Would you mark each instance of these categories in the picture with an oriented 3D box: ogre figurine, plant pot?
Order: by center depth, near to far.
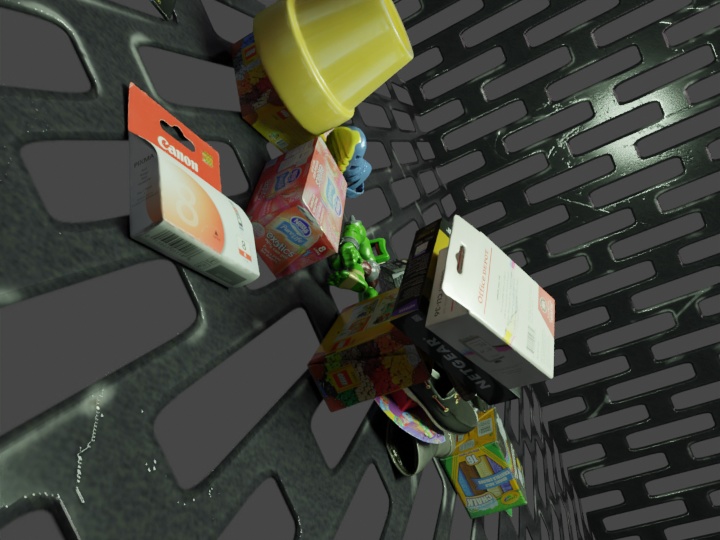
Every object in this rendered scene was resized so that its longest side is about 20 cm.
[{"bbox_3d":[-0.030,-0.337,0.906,0.201,0.188,0.202,53,24,-36],"label":"plant pot"},{"bbox_3d":[0.000,0.000,1.000,0.200,0.097,0.121,47,33,-39],"label":"ogre figurine"}]

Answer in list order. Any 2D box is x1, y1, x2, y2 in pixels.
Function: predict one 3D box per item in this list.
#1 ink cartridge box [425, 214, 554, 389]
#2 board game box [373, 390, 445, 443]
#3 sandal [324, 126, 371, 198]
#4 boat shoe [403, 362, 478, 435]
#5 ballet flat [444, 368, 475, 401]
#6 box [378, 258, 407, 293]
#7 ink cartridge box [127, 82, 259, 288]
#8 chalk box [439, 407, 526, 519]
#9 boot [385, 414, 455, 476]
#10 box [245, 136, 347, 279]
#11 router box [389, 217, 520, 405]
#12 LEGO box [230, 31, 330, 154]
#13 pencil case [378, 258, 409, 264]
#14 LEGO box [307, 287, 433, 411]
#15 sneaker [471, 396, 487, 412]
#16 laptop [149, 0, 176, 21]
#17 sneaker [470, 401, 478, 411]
[{"bbox_3d":[0.146,0.040,0.710,0.200,0.067,0.117,38,49,-27],"label":"ink cartridge box"},{"bbox_3d":[0.085,0.189,0.994,0.157,0.039,0.200,35,21,-17],"label":"board game box"},{"bbox_3d":[-0.021,-0.174,0.999,0.200,0.086,0.080,132,-48,-67],"label":"sandal"},{"bbox_3d":[0.130,0.194,0.951,0.201,0.063,0.074,46,36,-25],"label":"boat shoe"},{"bbox_3d":[0.129,0.078,0.828,0.067,0.046,0.202,32,41,-59],"label":"ballet flat"},{"bbox_3d":[0.081,0.067,1.083,0.200,0.049,0.159,-152,-134,-82],"label":"box"},{"bbox_3d":[-0.183,-0.097,0.668,0.162,0.050,0.202,38,37,-57],"label":"ink cartridge box"},{"bbox_3d":[0.258,0.409,1.223,0.201,0.123,0.125,64,18,-14],"label":"chalk box"},{"bbox_3d":[0.092,0.255,1.036,0.199,0.072,0.183,16,46,-56],"label":"boot"},{"bbox_3d":[-0.087,-0.095,0.853,0.095,0.102,0.201,57,20,-29],"label":"box"},{"bbox_3d":[0.138,0.054,0.783,0.200,0.052,0.158,40,47,-24],"label":"router box"},{"bbox_3d":[-0.121,-0.279,1.006,0.200,0.077,0.150,35,37,-59],"label":"LEGO box"},{"bbox_3d":[0.105,0.067,1.255,0.078,0.089,0.201,-37,106,-42],"label":"pencil case"},{"bbox_3d":[0.029,0.100,0.859,0.078,0.148,0.200,64,19,-11],"label":"LEGO box"},{"bbox_3d":[0.187,0.193,1.068,0.077,0.088,0.200,-66,152,-19],"label":"sneaker"},{"bbox_3d":[-0.266,-0.467,0.769,0.200,0.103,0.178,51,25,-42],"label":"laptop"},{"bbox_3d":[0.178,0.239,1.202,0.076,0.113,0.201,53,23,-37],"label":"sneaker"}]
